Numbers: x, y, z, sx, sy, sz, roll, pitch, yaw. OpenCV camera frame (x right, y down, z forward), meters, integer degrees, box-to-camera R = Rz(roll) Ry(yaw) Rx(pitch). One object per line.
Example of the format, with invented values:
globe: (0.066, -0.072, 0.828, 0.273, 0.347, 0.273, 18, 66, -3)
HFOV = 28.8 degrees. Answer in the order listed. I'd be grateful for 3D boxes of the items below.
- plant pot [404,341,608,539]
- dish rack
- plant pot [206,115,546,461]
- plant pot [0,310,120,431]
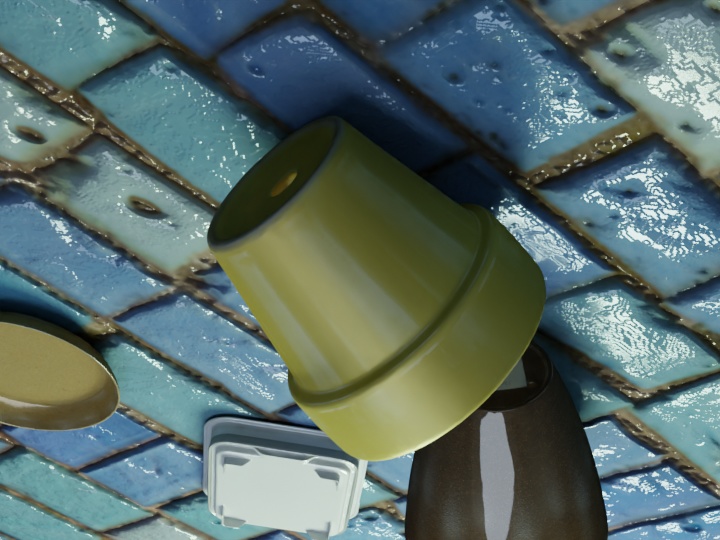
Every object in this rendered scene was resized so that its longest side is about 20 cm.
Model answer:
plant pot: (0.122, 0.158, 1.222, 0.186, 0.187, 0.201, 1, 130, 11)
dish rack: (-0.083, 0.224, 1.454, 0.171, 0.044, 0.200, 9, 144, 0)
plant pot: (0.000, 0.000, 1.003, 0.200, 0.201, 0.189, -25, 118, 38)
plant pot: (-0.324, 0.092, 1.331, 0.199, 0.028, 0.201, 6, 144, 4)
